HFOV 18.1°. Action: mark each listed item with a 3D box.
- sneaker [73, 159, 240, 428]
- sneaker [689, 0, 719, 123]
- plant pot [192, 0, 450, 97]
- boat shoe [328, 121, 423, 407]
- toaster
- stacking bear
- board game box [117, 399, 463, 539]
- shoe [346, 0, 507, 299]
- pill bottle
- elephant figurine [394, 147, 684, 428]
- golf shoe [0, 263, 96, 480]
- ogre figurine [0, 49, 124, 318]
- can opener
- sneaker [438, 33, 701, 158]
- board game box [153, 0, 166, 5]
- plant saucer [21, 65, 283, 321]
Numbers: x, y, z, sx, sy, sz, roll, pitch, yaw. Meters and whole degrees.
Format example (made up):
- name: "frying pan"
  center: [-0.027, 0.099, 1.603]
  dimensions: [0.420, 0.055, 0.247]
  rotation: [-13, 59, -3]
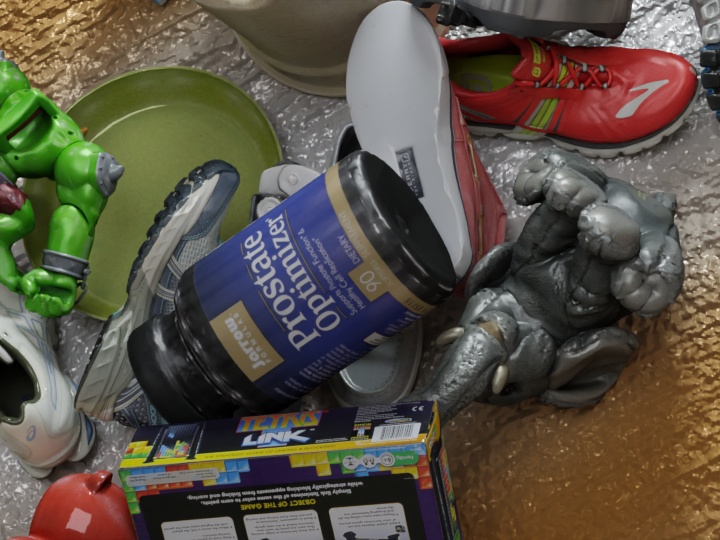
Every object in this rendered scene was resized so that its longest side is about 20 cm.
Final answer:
- name: "sneaker"
  center: [-0.119, 0.020, 1.535]
  dimensions: [0.086, 0.078, 0.201]
  rotation: [25, 105, -9]
- name: "sneaker"
  center: [0.260, -0.178, 1.541]
  dimensions: [0.075, 0.087, 0.201]
  rotation: [-18, 88, 17]
- name: "plant pot"
  center: [-0.048, -0.230, 1.550]
  dimensions: [0.200, 0.183, 0.201]
  rotation: [-1, 86, 24]
- name: "boat shoe"
  center: [0.002, -0.001, 1.539]
  dimensions: [0.074, 0.065, 0.203]
  rotation: [-4, 67, 14]
- name: "toaster"
  center: [0.112, -0.228, 1.507]
  dimensions: [0.113, 0.200, 0.130]
  rotation: [22, 107, 35]
- name: "stacking bear"
  center: [-0.215, 0.224, 1.487]
  dimensions: [0.113, 0.122, 0.200]
  rotation: [28, 68, 16]
- name: "board game box"
  center: [-0.036, 0.173, 1.427]
  dimensions: [0.199, 0.166, 0.057]
  rotation: [-5, 27, 12]
- name: "shoe"
  center: [0.046, -0.078, 1.528]
  dimensions: [0.071, 0.091, 0.201]
  rotation: [-15, 77, 19]
- name: "pill bottle"
  center: [-0.047, 0.021, 1.442]
  dimensions: [0.200, 0.112, 0.112]
  rotation: [-35, 63, 15]
- name: "elephant figurine"
  center: [0.113, 0.030, 1.469]
  dimensions: [0.200, 0.155, 0.142]
  rotation: [-55, 26, 19]
- name: "golf shoe"
  center: [-0.252, 0.047, 1.572]
  dimensions: [0.078, 0.097, 0.200]
  rotation: [-36, 62, 1]
- name: "ogre figurine"
  center: [-0.245, -0.068, 1.583]
  dimensions: [0.120, 0.098, 0.200]
  rotation: [-49, 49, 4]
- name: "can opener"
  center: [-0.051, 0.025, 1.537]
  dimensions: [0.052, 0.066, 0.201]
  rotation: [7, 88, 20]
- name: "sneaker"
  center: [0.131, -0.127, 1.545]
  dimensions: [0.199, 0.085, 0.077]
  rotation: [1, 69, 16]
- name: "board game box"
  center: [-0.137, -0.325, 1.637]
  dimensions: [0.056, 0.200, 0.196]
  rotation: [33, 79, 25]
- name: "plant saucer"
  center: [-0.147, -0.051, 1.620]
  dimensions: [0.199, 0.031, 0.201]
  rotation: [-5, 67, 12]
